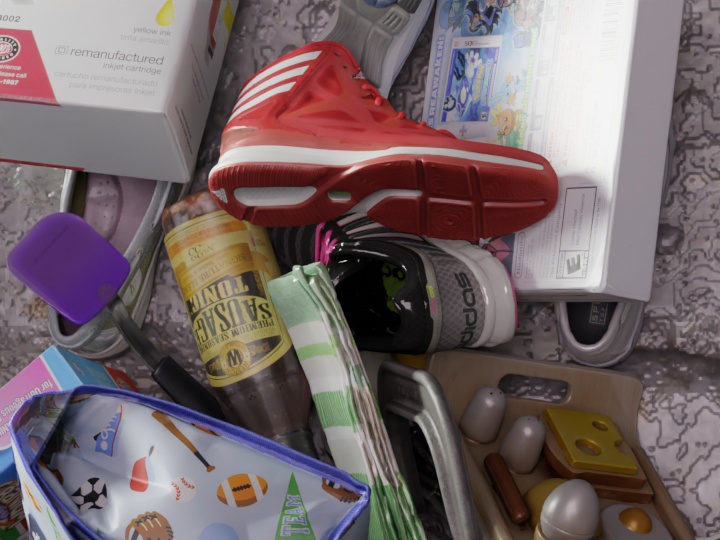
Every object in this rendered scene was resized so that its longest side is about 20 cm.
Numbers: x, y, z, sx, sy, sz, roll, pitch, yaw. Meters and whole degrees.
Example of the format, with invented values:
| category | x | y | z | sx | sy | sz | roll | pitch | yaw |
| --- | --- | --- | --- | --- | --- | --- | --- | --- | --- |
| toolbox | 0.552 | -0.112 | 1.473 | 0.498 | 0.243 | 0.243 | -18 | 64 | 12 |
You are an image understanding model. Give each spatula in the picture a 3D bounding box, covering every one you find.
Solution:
| category | x | y | z | sx | sy | sz | roll | pitch | yaw |
| --- | --- | --- | --- | --- | --- | --- | --- | --- | --- |
| spatula | -0.130 | 0.046 | 1.587 | 0.200 | 0.021 | 0.057 | 48 | 64 | -18 |

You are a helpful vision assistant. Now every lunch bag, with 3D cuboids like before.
| category | x | y | z | sx | sy | sz | roll | pitch | yaw |
| --- | --- | --- | --- | --- | --- | --- | --- | --- | --- |
| lunch bag | -0.105 | 0.155 | 1.468 | 0.199 | 0.170 | 0.124 | 25 | 63 | 10 |

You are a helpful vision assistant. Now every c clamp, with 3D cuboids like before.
| category | x | y | z | sx | sy | sz | roll | pitch | yaw |
| --- | --- | --- | --- | --- | --- | --- | --- | --- | --- |
| c clamp | 0.042 | 0.134 | 1.452 | 0.027 | 0.200 | 0.172 | -15 | 101 | -10 |

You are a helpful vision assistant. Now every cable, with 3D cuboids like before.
| category | x | y | z | sx | sy | sz | roll | pitch | yaw |
| --- | --- | --- | --- | --- | --- | --- | --- | --- | --- |
| cable | 0.036 | 0.115 | 1.548 | 0.097 | 0.050 | 0.200 | -38 | 53 | 8 |

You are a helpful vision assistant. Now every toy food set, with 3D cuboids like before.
| category | x | y | z | sx | sy | sz | roll | pitch | yaw |
| --- | --- | --- | --- | --- | --- | --- | --- | --- | --- |
| toy food set | 0.129 | 0.114 | 1.473 | 0.143 | 0.200 | 0.061 | 8 | 121 | -23 |

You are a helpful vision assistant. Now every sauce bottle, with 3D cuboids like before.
| category | x | y | z | sx | sy | sz | roll | pitch | yaw |
| --- | --- | --- | --- | --- | --- | --- | --- | --- | --- |
| sauce bottle | -0.065 | 0.048 | 1.590 | 0.066 | 0.066 | 0.201 | -22 | 76 | 7 |

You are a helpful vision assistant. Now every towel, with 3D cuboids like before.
| category | x | y | z | sx | sy | sz | roll | pitch | yaw |
| --- | --- | --- | --- | --- | --- | --- | --- | --- | --- |
| towel | -0.008 | 0.095 | 1.495 | 0.023 | 0.153 | 0.201 | -20 | 89 | -11 |

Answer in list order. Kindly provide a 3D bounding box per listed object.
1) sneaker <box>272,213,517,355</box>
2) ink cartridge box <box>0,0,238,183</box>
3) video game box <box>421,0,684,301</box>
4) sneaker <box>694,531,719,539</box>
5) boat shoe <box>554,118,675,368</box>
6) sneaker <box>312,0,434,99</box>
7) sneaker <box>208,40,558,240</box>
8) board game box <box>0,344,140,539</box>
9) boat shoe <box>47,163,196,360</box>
| category | x | y | z | sx | sy | sz | roll | pitch | yaw |
| --- | --- | --- | --- | --- | --- | --- | --- | --- | --- |
| sneaker | 0.000 | 0.000 | 1.540 | 0.200 | 0.087 | 0.074 | 27 | 119 | 46 |
| ink cartridge box | -0.156 | -0.165 | 1.597 | 0.145 | 0.083 | 0.201 | 6 | 62 | 12 |
| video game box | 0.106 | -0.080 | 1.539 | 0.182 | 0.047 | 0.201 | 0 | 80 | 50 |
| sneaker | 0.136 | 0.177 | 1.545 | 0.199 | 0.067 | 0.090 | 7 | 64 | 20 |
| boat shoe | 0.150 | -0.043 | 1.567 | 0.073 | 0.065 | 0.201 | -1 | 82 | 10 |
| sneaker | 0.004 | -0.134 | 1.606 | 0.074 | 0.087 | 0.200 | 34 | 108 | 11 |
| sneaker | 0.017 | -0.086 | 1.506 | 0.199 | 0.078 | 0.116 | 5 | 55 | 5 |
| board game box | -0.227 | 0.130 | 1.567 | 0.200 | 0.153 | 0.040 | -40 | 77 | 3 |
| boat shoe | -0.152 | -0.046 | 1.623 | 0.074 | 0.065 | 0.203 | 14 | 84 | 11 |
